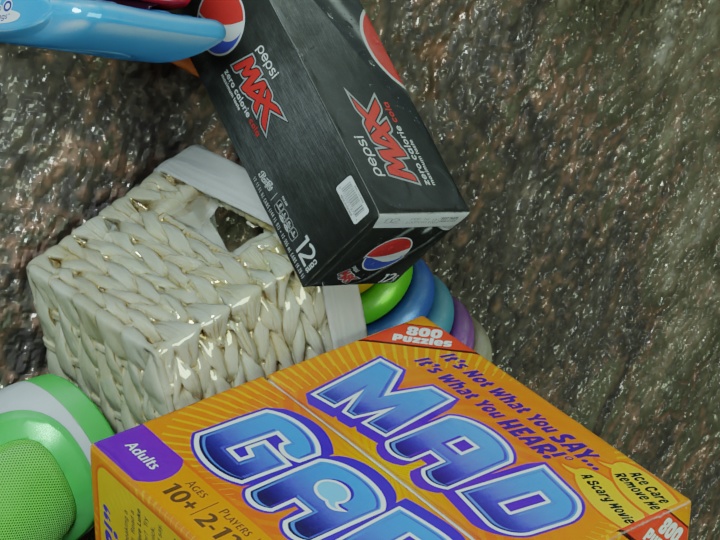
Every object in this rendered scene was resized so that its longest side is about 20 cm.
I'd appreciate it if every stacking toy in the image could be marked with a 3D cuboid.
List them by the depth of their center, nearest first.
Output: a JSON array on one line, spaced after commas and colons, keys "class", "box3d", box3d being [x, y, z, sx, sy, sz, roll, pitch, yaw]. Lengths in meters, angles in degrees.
[{"class": "stacking toy", "box3d": [-0.122, -0.200, 1.068, 0.109, 0.116, 0.201, 3, 96, -51]}, {"class": "stacking toy", "box3d": [0.000, 0.000, 1.307, 0.085, 0.085, 0.200, -49, 133, -18]}]

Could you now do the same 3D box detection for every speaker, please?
[{"class": "speaker", "box3d": [-0.211, 0.131, 1.137, 0.200, 0.088, 0.089, -35, 131, -31]}]

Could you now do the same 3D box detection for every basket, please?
[{"class": "basket", "box3d": [-0.078, 0.061, 1.210, 0.123, 0.135, 0.201, -31, 130, -29]}]

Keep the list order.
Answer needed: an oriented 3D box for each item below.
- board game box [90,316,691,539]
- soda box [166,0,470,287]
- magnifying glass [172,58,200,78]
[{"class": "board game box", "box3d": [0.010, 0.176, 1.112, 0.199, 0.200, 0.201, -20, 126, -31]}, {"class": "soda box", "box3d": [-0.028, -0.092, 1.137, 0.071, 0.201, 0.063, -3, 149, -47]}, {"class": "magnifying glass", "box3d": [-0.053, -0.095, 1.212, 0.200, 0.080, 0.022, 24, 94, -40]}]
